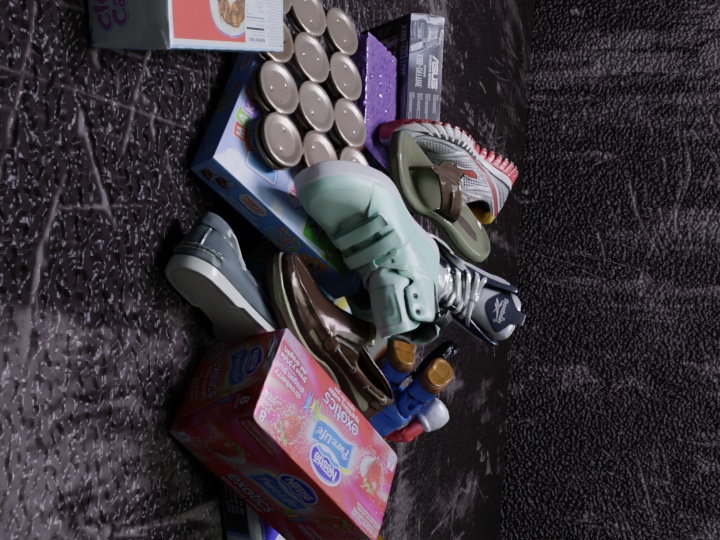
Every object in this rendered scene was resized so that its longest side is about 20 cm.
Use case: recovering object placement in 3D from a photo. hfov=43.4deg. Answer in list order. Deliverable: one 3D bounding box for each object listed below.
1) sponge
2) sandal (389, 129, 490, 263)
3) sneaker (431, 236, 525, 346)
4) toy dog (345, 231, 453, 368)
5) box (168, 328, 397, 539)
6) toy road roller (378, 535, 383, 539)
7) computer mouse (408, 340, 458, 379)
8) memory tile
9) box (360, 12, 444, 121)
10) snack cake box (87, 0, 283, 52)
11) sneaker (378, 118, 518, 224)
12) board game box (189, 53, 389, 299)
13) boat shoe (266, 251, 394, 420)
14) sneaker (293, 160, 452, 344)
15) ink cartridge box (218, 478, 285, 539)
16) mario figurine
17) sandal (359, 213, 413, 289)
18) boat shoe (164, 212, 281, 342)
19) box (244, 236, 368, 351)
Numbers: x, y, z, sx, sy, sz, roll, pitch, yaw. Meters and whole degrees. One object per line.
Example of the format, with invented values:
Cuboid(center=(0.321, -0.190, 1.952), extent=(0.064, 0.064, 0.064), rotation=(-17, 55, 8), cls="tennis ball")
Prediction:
Cuboid(center=(0.010, -0.148, 1.006), extent=(0.111, 0.029, 0.204), rotation=(9, 83, -70), cls="sponge")
Cuboid(center=(0.092, -0.084, 0.960), extent=(0.200, 0.057, 0.081), rotation=(40, 43, -40), cls="sandal")
Cuboid(center=(0.122, 0.027, 1.026), extent=(0.080, 0.128, 0.199), rotation=(-64, 152, -9), cls="sneaker")
Cuboid(center=(0.026, 0.046, 1.120), extent=(0.194, 0.137, 0.204), rotation=(47, 51, -66), cls="toy dog")
Cuboid(center=(-0.062, 0.155, 0.808), extent=(0.201, 0.098, 0.096), rotation=(53, 39, -33), cls="box")
Cuboid(center=(-0.025, 0.404, 1.103), extent=(0.200, 0.143, 0.125), rotation=(-153, -118, -68), cls="toy road roller")
Cuboid(center=(0.045, 0.152, 1.138), extent=(0.034, 0.199, 0.059), rotation=(53, 19, -8), cls="computer mouse")
Cuboid(center=(-0.048, -0.174, 0.845), extent=(0.152, 0.017, 0.204), rotation=(15, 64, -50), cls="memory tile")
Cuboid(center=(0.044, -0.203, 1.121), extent=(0.157, 0.049, 0.204), rotation=(-169, -99, -67), cls="box")
Cuboid(center=(-0.124, -0.225, 0.683), extent=(0.200, 0.066, 0.117), rotation=(-33, 127, -69), cls="snack cake box")
Cuboid(center=(0.100, -0.113, 1.026), extent=(0.198, 0.077, 0.083), rotation=(24, 83, -34), cls="sneaker")
Cuboid(center=(-0.057, -0.093, 0.847), extent=(0.200, 0.036, 0.153), rotation=(42, 48, -34), cls="board game box")
Cuboid(center=(-0.021, 0.058, 0.835), extent=(0.075, 0.074, 0.204), rotation=(-97, 167, -51), cls="boat shoe")
Cuboid(center=(0.016, -0.009, 0.807), extent=(0.200, 0.073, 0.120), rotation=(38, 37, -42), cls="sneaker")
Cuboid(center=(-0.082, 0.239, 0.955), extent=(0.200, 0.043, 0.202), rotation=(-48, 138, -61), cls="ink cartridge box")
Cuboid(center=(0.024, 0.151, 1.048), extent=(0.105, 0.124, 0.201), rotation=(-6, 144, -44), cls="mario figurine")
Cuboid(center=(0.000, 0.000, 0.984), extent=(0.200, 0.045, 0.075), rotation=(-47, 160, 2), cls="sandal")
Cuboid(center=(-0.103, 0.023, 0.798), extent=(0.201, 0.072, 0.063), rotation=(58, 43, -54), cls="boat shoe")
Cuboid(center=(-0.050, 0.058, 0.916), extent=(0.083, 0.048, 0.202), rotation=(-53, 130, -42), cls="box")
